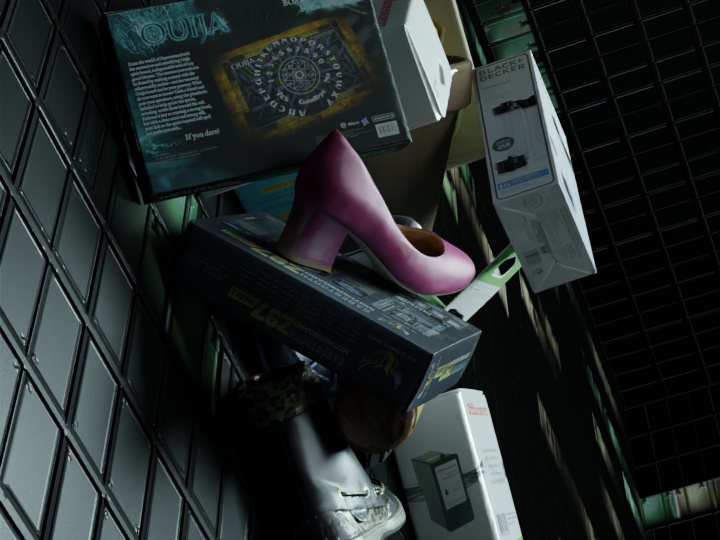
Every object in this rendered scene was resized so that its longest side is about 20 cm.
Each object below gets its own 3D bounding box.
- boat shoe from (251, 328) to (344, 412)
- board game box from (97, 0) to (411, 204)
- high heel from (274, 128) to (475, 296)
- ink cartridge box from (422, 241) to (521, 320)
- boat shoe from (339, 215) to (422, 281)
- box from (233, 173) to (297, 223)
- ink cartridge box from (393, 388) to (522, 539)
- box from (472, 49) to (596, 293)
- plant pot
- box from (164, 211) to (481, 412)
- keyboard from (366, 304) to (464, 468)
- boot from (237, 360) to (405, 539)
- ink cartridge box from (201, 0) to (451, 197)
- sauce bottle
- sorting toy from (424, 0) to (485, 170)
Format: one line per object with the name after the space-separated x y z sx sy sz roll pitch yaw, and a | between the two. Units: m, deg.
-0.034 0.062 1.507 0.200 0.068 0.085 42 33 -68 | boat shoe
-0.074 -0.133 1.320 0.028 0.199 0.136 145 -69 -69 | board game box
0.027 -0.042 1.350 0.199 0.096 0.067 13 18 -40 | high heel
0.069 0.035 1.717 0.048 0.200 0.145 43 7 12 | ink cartridge box
0.000 0.000 1.512 0.072 0.071 0.200 40 -21 -17 | boat shoe
-0.038 -0.031 1.592 0.049 0.082 0.200 -92 161 -47 | box
0.100 0.226 1.857 0.145 0.084 0.201 22 53 -76 | ink cartridge box
0.154 -0.092 1.669 0.201 0.060 0.117 -95 162 -50 | box
0.008 -0.106 1.709 0.200 0.199 0.176 -49 138 -76 | plant pot
-0.023 0.025 1.333 0.051 0.199 0.158 -64 168 10 | box
0.054 0.093 1.646 0.127 0.021 0.200 -51 167 -29 | keyboard
-0.029 0.141 1.422 0.204 0.073 0.155 -32 101 -79 | boot
-0.037 -0.144 1.461 0.147 0.199 0.083 -76 147 -68 | ink cartridge box
0.020 0.091 1.434 0.200 0.066 0.066 -46 118 -82 | sauce bottle
0.021 -0.178 1.813 0.036 0.184 0.201 28 47 -68 | sorting toy
